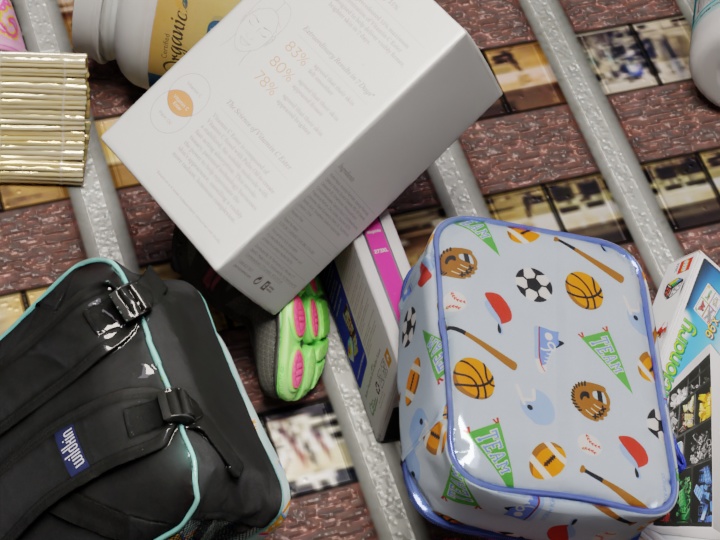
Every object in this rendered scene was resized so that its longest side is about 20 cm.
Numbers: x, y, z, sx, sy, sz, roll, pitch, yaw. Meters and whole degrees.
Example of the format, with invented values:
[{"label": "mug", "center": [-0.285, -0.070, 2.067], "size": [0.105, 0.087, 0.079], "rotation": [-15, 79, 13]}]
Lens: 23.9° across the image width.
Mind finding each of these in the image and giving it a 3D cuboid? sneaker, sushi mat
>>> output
[{"label": "sneaker", "center": [-0.077, -0.001, 1.106], "size": [0.083, 0.077, 0.201], "rotation": [-26, 66, 13]}, {"label": "sushi mat", "center": [-0.278, -0.100, 1.116], "size": [0.199, 0.096, 0.012], "rotation": [0, 27, -9]}]

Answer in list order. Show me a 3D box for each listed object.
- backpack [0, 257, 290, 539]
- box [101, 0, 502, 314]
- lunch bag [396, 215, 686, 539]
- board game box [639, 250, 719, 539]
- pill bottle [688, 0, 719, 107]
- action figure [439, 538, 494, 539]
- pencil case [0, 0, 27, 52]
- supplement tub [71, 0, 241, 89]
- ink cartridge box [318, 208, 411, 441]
[{"label": "backpack", "center": [-0.151, 0.113, 0.952], "size": [0.200, 0.153, 0.176], "rotation": [-34, 65, 14]}, {"label": "box", "center": [-0.034, -0.094, 1.028], "size": [0.200, 0.097, 0.124], "rotation": [-43, 65, 1]}, {"label": "lunch bag", "center": [0.104, 0.069, 0.974], "size": [0.159, 0.076, 0.201], "rotation": [11, 53, -17]}, {"label": "board game box", "center": [0.218, 0.102, 1.068], "size": [0.126, 0.035, 0.200], "rotation": [39, 55, -17]}, {"label": "pill bottle", "center": [0.309, -0.221, 1.276], "size": [0.110, 0.111, 0.201], "rotation": [14, 57, 0]}, {"label": "action figure", "center": [0.077, 0.170, 1.012], "size": [0.065, 0.099, 0.200], "rotation": [50, 36, -4]}, {"label": "pencil case", "center": [-0.294, -0.201, 1.178], "size": [0.087, 0.088, 0.201], "rotation": [-15, 64, -18]}, {"label": "supplement tub", "center": [-0.085, -0.183, 1.167], "size": [0.199, 0.145, 0.145], "rotation": [14, 56, 0]}, {"label": "ink cartridge box", "center": [0.000, 0.000, 1.092], "size": [0.037, 0.095, 0.201], "rotation": [-13, 60, -17]}]
